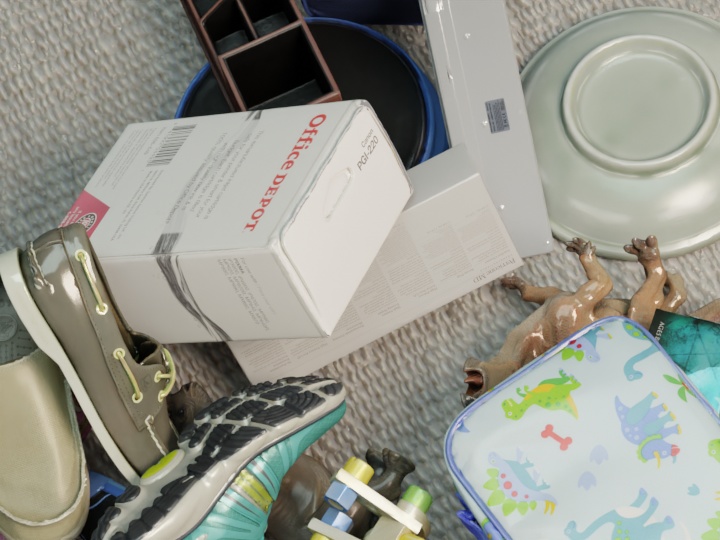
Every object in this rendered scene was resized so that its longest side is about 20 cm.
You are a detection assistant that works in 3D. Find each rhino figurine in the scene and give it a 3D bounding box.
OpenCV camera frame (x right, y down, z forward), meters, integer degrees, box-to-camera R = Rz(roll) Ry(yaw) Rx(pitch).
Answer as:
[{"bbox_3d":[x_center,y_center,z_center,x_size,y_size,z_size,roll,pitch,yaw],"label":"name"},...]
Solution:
[{"bbox_3d":[-0.065,0.128,1.718,0.199,0.060,0.088,23,78,24],"label":"rhino figurine"}]

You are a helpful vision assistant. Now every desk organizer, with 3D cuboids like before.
[{"bbox_3d":[-0.073,-0.163,1.817,0.071,0.077,0.201,-24,61,-3],"label":"desk organizer"}]

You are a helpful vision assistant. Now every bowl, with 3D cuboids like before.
[{"bbox_3d":[-0.038,-0.090,1.839,0.200,0.039,0.201,-4,62,7],"label":"bowl"}]

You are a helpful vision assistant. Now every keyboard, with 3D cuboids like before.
[{"bbox_3d":[0.084,-0.102,1.768,0.056,0.011,0.201,-13,104,-2],"label":"keyboard"}]

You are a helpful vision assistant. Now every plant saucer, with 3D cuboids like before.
[{"bbox_3d":[0.192,-0.105,1.800,0.199,0.050,0.201,-4,62,8],"label":"plant saucer"}]

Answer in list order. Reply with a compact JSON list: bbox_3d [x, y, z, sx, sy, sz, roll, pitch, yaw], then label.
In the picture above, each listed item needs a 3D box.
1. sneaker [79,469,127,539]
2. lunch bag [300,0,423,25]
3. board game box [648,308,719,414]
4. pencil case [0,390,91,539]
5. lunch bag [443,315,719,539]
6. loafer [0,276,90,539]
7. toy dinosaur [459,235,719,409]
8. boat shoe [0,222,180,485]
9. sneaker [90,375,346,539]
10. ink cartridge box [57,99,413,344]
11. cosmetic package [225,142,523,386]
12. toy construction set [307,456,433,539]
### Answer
[{"bbox_3d":[-0.131,0.204,1.684,0.200,0.070,0.078,31,71,24],"label":"sneaker"},{"bbox_3d":[0.022,-0.254,1.829,0.135,0.200,0.133,1,80,5],"label":"lunch bag"},{"bbox_3d":[0.217,0.133,1.616,0.135,0.028,0.201,14,71,17],"label":"board game box"},{"bbox_3d":[-0.248,0.148,1.727,0.083,0.087,0.201,28,68,-1],"label":"pencil case"},{"bbox_3d":[0.152,0.141,1.564,0.160,0.083,0.200,-35,66,-6],"label":"lunch bag"},{"bbox_3d":[-0.222,0.081,1.673,0.075,0.068,0.201,-15,67,-6],"label":"loafer"},{"bbox_3d":[0.159,0.056,1.707,0.199,0.086,0.136,-1,68,-2],"label":"toy dinosaur"},{"bbox_3d":[-0.153,0.061,1.654,0.060,0.202,0.072,-28,24,6],"label":"boat shoe"},{"bbox_3d":[-0.084,0.139,1.647,0.200,0.080,0.077,-41,30,-22],"label":"sneaker"},{"bbox_3d":[-0.086,-0.029,1.694,0.199,0.085,0.146,-5,40,36],"label":"ink cartridge box"},{"bbox_3d":[0.000,0.000,1.744,0.199,0.083,0.051,-27,31,2],"label":"cosmetic package"},{"bbox_3d":[0.060,0.204,1.615,0.092,0.131,0.200,-43,64,-12],"label":"toy construction set"}]
